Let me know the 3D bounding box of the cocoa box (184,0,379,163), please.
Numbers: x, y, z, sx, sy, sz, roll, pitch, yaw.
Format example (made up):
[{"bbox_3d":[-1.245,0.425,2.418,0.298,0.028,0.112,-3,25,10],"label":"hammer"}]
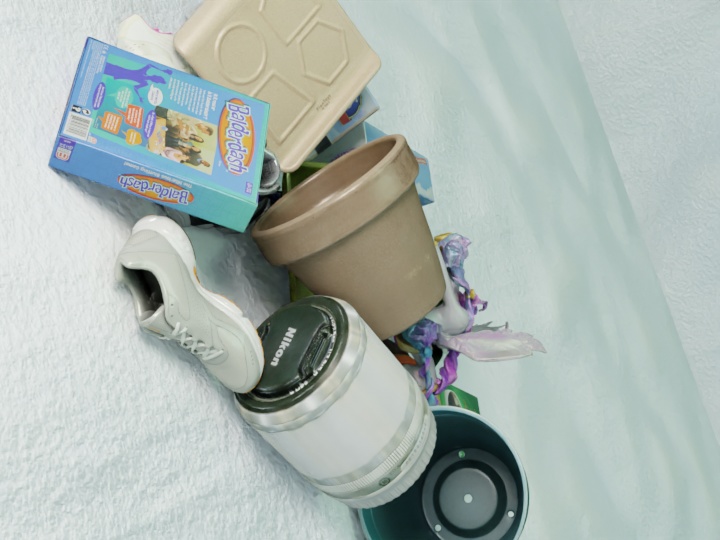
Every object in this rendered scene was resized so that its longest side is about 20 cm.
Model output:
[{"bbox_3d":[-0.092,-0.248,1.571,0.201,0.131,0.134,55,-1,-29],"label":"cocoa box"}]

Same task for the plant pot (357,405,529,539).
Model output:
[{"bbox_3d":[0.115,0.269,1.584,0.188,0.198,0.203,32,41,-72],"label":"plant pot"}]

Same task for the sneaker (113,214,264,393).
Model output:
[{"bbox_3d":[-0.174,0.050,1.291,0.201,0.075,0.092,54,34,-14],"label":"sneaker"}]

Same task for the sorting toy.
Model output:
[{"bbox_3d":[-0.090,-0.239,1.457,0.200,0.036,0.186,48,70,-27],"label":"sorting toy"}]

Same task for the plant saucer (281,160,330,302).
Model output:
[{"bbox_3d":[-0.021,-0.023,1.597,0.198,0.048,0.203,2,80,-43],"label":"plant saucer"}]

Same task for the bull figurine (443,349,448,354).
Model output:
[{"bbox_3d":[0.102,0.029,1.893,0.122,0.064,0.201,-96,159,-48],"label":"bull figurine"}]

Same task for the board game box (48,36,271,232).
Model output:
[{"bbox_3d":[-0.191,-0.134,1.297,0.198,0.045,0.153,19,44,-15],"label":"board game box"}]

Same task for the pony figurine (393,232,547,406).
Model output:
[{"bbox_3d":[0.103,0.062,1.581,0.166,0.191,0.203,-172,-113,-76],"label":"pony figurine"}]

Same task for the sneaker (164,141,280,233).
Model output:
[{"bbox_3d":[-0.125,-0.092,1.443,0.199,0.113,0.076,-6,76,-66],"label":"sneaker"}]

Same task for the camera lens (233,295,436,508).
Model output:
[{"bbox_3d":[-0.027,0.139,1.406,0.200,0.158,0.161,49,30,-36],"label":"camera lens"}]

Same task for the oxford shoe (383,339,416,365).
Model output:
[{"bbox_3d":[-0.005,0.103,1.625,0.199,0.071,0.073,26,18,-53],"label":"oxford shoe"}]

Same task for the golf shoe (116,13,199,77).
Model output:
[{"bbox_3d":[-0.195,-0.217,1.452,0.199,0.075,0.093,23,47,-60],"label":"golf shoe"}]

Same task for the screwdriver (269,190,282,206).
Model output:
[{"bbox_3d":[-0.122,-0.100,1.568,0.199,0.028,0.029,33,71,-51],"label":"screwdriver"}]

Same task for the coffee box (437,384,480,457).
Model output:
[{"bbox_3d":[0.109,0.211,1.781,0.199,0.044,0.125,28,47,-56],"label":"coffee box"}]

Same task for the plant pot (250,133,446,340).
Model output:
[{"bbox_3d":[0.007,-0.025,1.450,0.176,0.199,0.201,56,26,-14],"label":"plant pot"}]

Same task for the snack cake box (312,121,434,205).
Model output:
[{"bbox_3d":[0.004,-0.125,1.738,0.199,0.114,0.068,19,59,-60],"label":"snack cake box"}]

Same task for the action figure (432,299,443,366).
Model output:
[{"bbox_3d":[0.079,0.067,1.756,0.200,0.054,0.120,-160,-98,-87],"label":"action figure"}]
